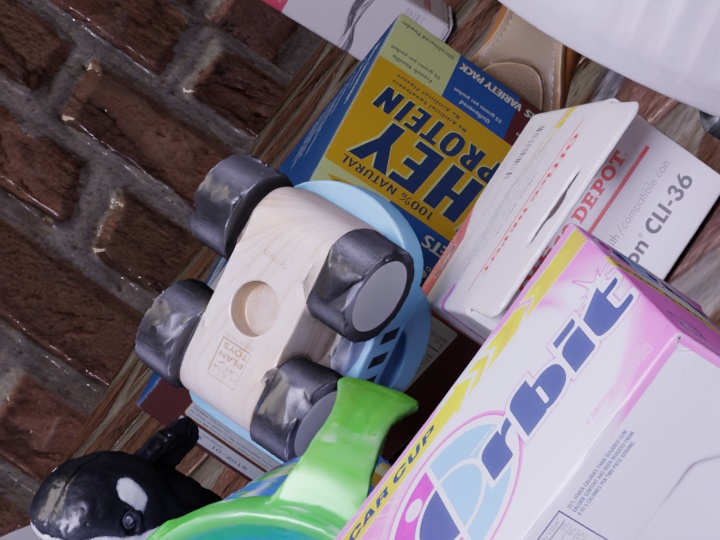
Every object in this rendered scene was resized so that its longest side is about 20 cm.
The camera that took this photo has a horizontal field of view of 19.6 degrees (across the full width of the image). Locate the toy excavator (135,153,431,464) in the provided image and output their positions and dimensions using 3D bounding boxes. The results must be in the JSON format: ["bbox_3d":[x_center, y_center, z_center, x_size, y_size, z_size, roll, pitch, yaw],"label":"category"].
[{"bbox_3d":[-0.015,0.054,1.010,0.200,0.100,0.195,9,-71,-59],"label":"toy excavator"}]

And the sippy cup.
[{"bbox_3d":[-0.020,0.138,0.861,0.178,0.140,0.130,-36,5,21],"label":"sippy cup"}]

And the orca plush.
[{"bbox_3d":[-0.077,0.107,0.967,0.105,0.200,0.071,15,82,43],"label":"orca plush"}]

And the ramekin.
[{"bbox_3d":[0.132,-0.119,0.760,0.202,0.202,0.094,-82,14,-72],"label":"ramekin"}]

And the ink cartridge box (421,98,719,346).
[{"bbox_3d":[0.096,-0.012,0.957,0.117,0.067,0.200,-56,7,-2],"label":"ink cartridge box"}]

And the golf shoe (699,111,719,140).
[{"bbox_3d":[0.172,-0.148,0.963,0.078,0.094,0.200,-51,8,38],"label":"golf shoe"}]

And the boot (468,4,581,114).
[{"bbox_3d":[0.126,-0.156,1.295,0.155,0.077,0.200,-34,-49,-48],"label":"boot"}]

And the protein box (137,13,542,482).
[{"bbox_3d":[0.000,0.000,1.218,0.200,0.135,0.199,-49,11,41],"label":"protein box"}]

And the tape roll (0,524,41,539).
[{"bbox_3d":[-0.144,0.201,1.092,0.200,0.066,0.200,-11,23,5],"label":"tape roll"}]

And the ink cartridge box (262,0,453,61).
[{"bbox_3d":[-0.009,-0.280,2.141,0.085,0.200,0.146,-59,7,15],"label":"ink cartridge box"}]

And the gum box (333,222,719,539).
[{"bbox_3d":[0.053,0.096,0.709,0.200,0.066,0.114,-54,21,9],"label":"gum box"}]
